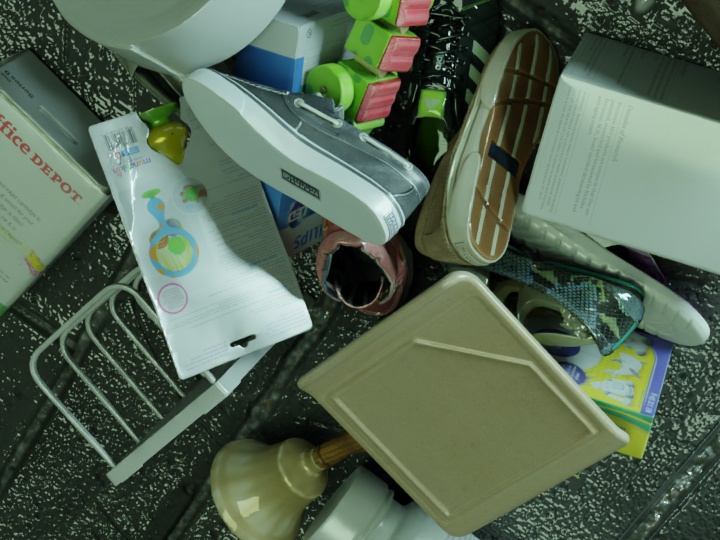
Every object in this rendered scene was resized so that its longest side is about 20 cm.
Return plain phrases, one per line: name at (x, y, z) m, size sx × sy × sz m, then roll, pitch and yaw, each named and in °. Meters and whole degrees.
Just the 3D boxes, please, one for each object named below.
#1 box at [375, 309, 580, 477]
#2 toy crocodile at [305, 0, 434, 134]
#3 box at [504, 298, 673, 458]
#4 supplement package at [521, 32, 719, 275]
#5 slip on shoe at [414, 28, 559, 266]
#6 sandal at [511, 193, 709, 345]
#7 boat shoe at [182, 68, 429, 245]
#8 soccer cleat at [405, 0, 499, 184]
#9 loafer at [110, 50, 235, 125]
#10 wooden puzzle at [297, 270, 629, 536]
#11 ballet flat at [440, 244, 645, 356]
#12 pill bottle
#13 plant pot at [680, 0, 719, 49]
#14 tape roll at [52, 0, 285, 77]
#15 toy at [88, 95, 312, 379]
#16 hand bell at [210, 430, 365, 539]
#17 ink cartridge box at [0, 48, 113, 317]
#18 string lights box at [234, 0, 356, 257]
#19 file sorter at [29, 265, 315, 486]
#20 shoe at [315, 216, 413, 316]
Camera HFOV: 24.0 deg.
box at (0.100, 0.100, 1.408) m, size 0.200 × 0.064 × 0.070 m, roll 17°, pitch 117°, yaw 9°
toy crocodile at (0.014, -0.165, 1.261) m, size 0.062 × 0.067 × 0.200 m, roll 39°, pitch 122°, yaw 28°
box at (0.142, 0.073, 1.353) m, size 0.200 × 0.117 × 0.048 m, roll 15°, pitch 123°, yaw 10°
supplement package at (0.238, -0.082, 1.257) m, size 0.200 × 0.117 × 0.118 m, roll 18°, pitch 117°, yaw 10°
slip on shoe at (0.094, -0.094, 1.273) m, size 0.061 × 0.200 × 0.076 m, roll -4°, pitch 152°, yaw 43°
sandal at (0.198, -0.010, 1.335) m, size 0.202 × 0.082 × 0.050 m, roll 33°, pitch 75°, yaw -7°
boat shoe at (-0.039, -0.098, 1.240) m, size 0.200 × 0.068 × 0.072 m, roll 33°, pitch 154°, yaw 20°
soccer cleat at (0.066, -0.153, 1.299) m, size 0.067 × 0.081 × 0.200 m, roll 9°, pitch 115°, yaw 13°
loafer at (-0.166, -0.186, 1.362) m, size 0.200 × 0.070 × 0.070 m, roll 42°, pitch 118°, yaw -4°
wooden puzzle at (0.079, 0.104, 1.306) m, size 0.200 × 0.037 × 0.185 m, roll 44°, pitch 125°, yaw -15°
ballet flat at (0.124, 0.017, 1.327) m, size 0.200 × 0.074 × 0.074 m, roll 19°, pitch 119°, yaw 35°
pill bottle at (0.052, 0.265, 1.466) m, size 0.200 × 0.114 × 0.114 m, roll 38°, pitch 118°, yaw -2°
plant pot at (0.288, -0.220, 1.162) m, size 0.200 × 0.187 × 0.187 m, roll 39°, pitch 119°, yaw 14°
tape roll at (-0.140, -0.251, 1.267) m, size 0.202 × 0.071 × 0.203 m, roll -8°, pitch 74°, yaw 28°
toy at (-0.125, -0.030, 1.292) m, size 0.047 × 0.115 × 0.200 m, roll -6°, pitch 104°, yaw 67°
hand bell at (-0.027, 0.153, 1.426) m, size 0.200 × 0.104 × 0.104 m, roll -34°, pitch 100°, yaw 38°
ink cartridge box at (-0.306, -0.066, 1.448) m, size 0.145 × 0.088 × 0.200 m, roll 44°, pitch 119°, yaw -5°
string lights box at (-0.053, -0.114, 1.335) m, size 0.059 × 0.103 × 0.200 m, roll 21°, pitch 118°, yaw 25°
file sorter at (-0.155, 0.053, 1.393) m, size 0.139 × 0.200 × 0.125 m, roll -39°, pitch 93°, yaw 27°
shoe at (0.000, 0.000, 1.332) m, size 0.071 × 0.091 × 0.200 m, roll -1°, pitch 146°, yaw 7°
